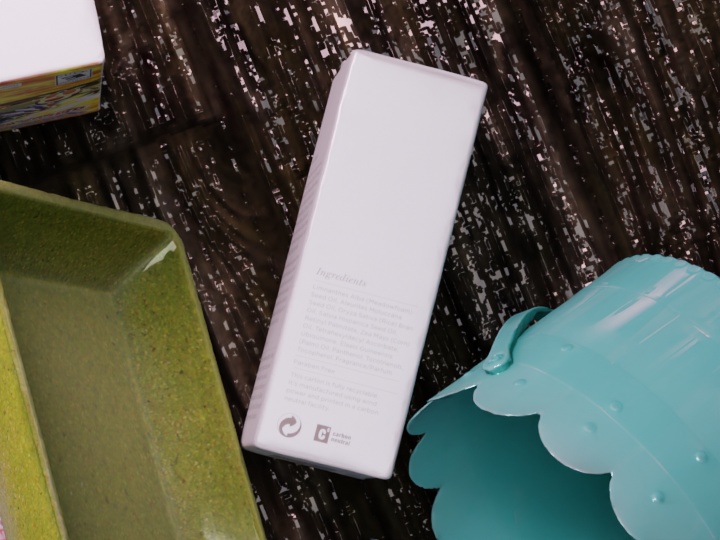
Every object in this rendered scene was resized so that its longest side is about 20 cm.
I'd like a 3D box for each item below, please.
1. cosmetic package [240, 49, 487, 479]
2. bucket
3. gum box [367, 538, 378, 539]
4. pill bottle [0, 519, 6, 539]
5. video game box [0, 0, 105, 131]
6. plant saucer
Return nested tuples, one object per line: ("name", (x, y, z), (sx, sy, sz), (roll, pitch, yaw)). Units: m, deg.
("cosmetic package", (0.000, 0.000, 1.248), (0.071, 0.101, 0.200), (14, 85, -5))
("bucket", (0.135, 0.101, 1.201), (0.135, 0.207, 0.207), (-39, 90, -23))
("gum box", (0.028, 0.263, 1.258), (0.200, 0.045, 0.170), (41, 82, -2))
("pill bottle", (-0.209, 0.059, 1.215), (0.111, 0.111, 0.200), (-22, 88, -7))
("video game box", (-0.223, -0.085, 1.190), (0.200, 0.182, 0.047), (-12, 90, -7))
("plant saucer", (-0.126, 0.066, 1.186), (0.048, 0.200, 0.200), (-21, 76, 20))
